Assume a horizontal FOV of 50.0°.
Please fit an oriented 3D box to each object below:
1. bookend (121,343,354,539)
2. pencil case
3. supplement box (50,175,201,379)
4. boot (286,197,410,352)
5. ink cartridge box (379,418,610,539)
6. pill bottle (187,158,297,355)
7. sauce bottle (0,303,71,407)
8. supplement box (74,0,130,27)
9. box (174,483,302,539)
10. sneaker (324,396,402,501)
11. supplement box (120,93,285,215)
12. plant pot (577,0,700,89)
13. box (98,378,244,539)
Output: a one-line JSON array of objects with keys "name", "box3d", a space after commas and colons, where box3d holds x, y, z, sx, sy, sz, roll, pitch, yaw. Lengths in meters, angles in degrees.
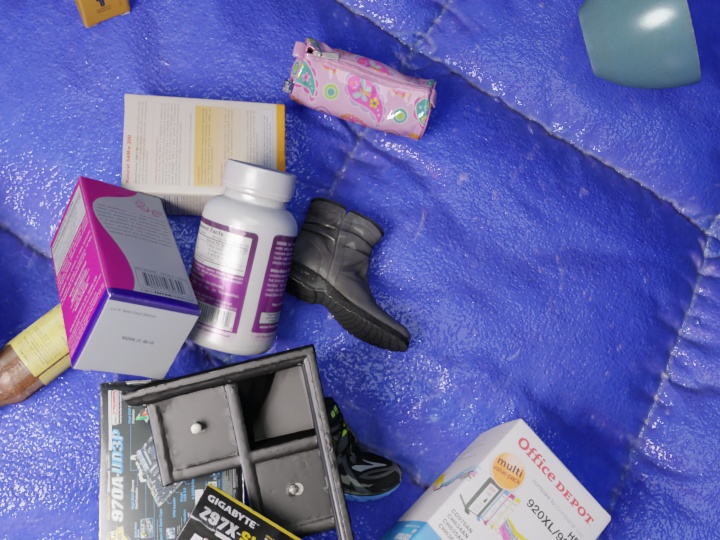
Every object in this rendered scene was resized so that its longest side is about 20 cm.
[{"name": "bookend", "box3d": [-0.121, 0.197, 0.798, 0.195, 0.092, 0.204, -12, 87, -4]}, {"name": "pencil case", "box3d": [0.001, -0.239, 1.014, 0.196, 0.088, 0.089, 18, 71, -6]}, {"name": "supplement box", "box3d": [-0.256, 0.005, 0.823, 0.100, 0.104, 0.202, 15, 32, -38]}, {"name": "boot", "box3d": [0.000, 0.000, 0.955, 0.198, 0.070, 0.133, 34, 65, -4]}, {"name": "ink cartridge box", "box3d": [0.141, 0.292, 0.852, 0.199, 0.145, 0.148, -41, 83, -19]}, {"name": "pill bottle", "box3d": [-0.132, -0.017, 0.874, 0.110, 0.112, 0.205, 13, 97, -6]}, {"name": "sauce bottle", "box3d": [-0.365, 0.099, 0.855, 0.199, 0.066, 0.066, -39, 84, -20]}, {"name": "supplement box", "box3d": [-0.331, -0.386, 0.933, 0.066, 0.201, 0.070, -26, 76, -16]}, {"name": "box", "box3d": [-0.130, 0.326, 0.769, 0.158, 0.202, 0.050, 32, 30, -1]}, {"name": "sneaker", "box3d": [-0.038, 0.192, 0.877, 0.197, 0.071, 0.084, 31, 107, 1]}, {"name": "supplement box", "box3d": [-0.192, -0.138, 0.952, 0.195, 0.074, 0.129, 2, 73, -12]}, {"name": "plant pot", "box3d": [0.381, -0.339, 1.078, 0.132, 0.199, 0.205, -15, 74, 21]}, {"name": "box", "box3d": [-0.208, 0.223, 0.858, 0.155, 0.046, 0.205, -2, 75, -12]}]
